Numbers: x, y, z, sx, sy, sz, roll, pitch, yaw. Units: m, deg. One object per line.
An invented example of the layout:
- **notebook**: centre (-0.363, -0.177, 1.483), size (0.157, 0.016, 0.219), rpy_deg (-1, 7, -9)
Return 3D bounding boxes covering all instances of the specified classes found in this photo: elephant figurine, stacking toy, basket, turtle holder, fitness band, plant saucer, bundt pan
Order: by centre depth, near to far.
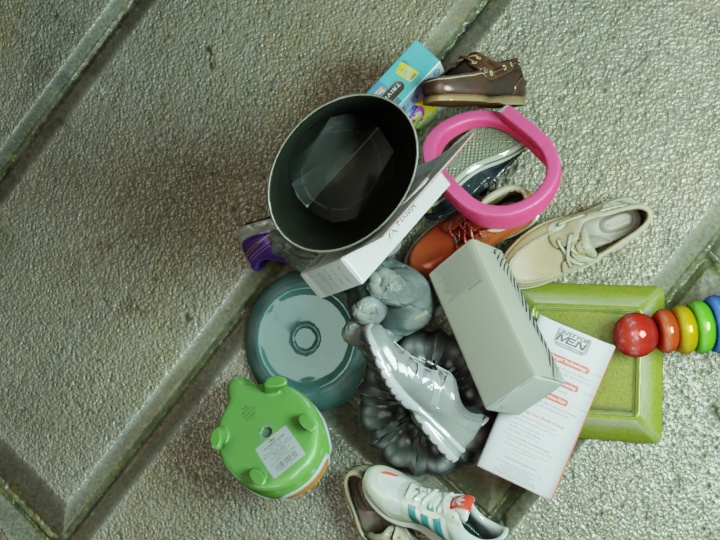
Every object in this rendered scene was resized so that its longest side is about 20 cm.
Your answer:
- **basket**: centre (-0.022, -0.113, 1.042), size (0.136, 0.200, 0.181), rpy_deg (41, 95, -7)
- **stacking toy**: centre (0.405, 0.068, 1.110), size (0.198, 0.085, 0.086), rpy_deg (-7, 82, -3)
- **fitness band**: centre (0.164, -0.134, 1.153), size (0.143, 0.038, 0.200), rpy_deg (-34, 51, -7)
- **plant saucer**: centre (0.286, 0.115, 1.175), size (0.198, 0.048, 0.201), rpy_deg (2, 85, 13)
- **bundt pan**: centre (0.087, 0.172, 1.191), size (0.200, 0.076, 0.204), rpy_deg (0, 88, 7)
- **elephant figurine**: centre (0.000, 0.000, 1.198), size (0.141, 0.155, 0.200), rpy_deg (-43, 49, 8)
- **turtle holder**: centre (-0.123, 0.223, 1.210), size (0.184, 0.132, 0.142), rpy_deg (16, 67, 25)
- **plant saucer**: centre (-0.071, 0.094, 1.267), size (0.198, 0.036, 0.202), rpy_deg (-1, 84, 13)

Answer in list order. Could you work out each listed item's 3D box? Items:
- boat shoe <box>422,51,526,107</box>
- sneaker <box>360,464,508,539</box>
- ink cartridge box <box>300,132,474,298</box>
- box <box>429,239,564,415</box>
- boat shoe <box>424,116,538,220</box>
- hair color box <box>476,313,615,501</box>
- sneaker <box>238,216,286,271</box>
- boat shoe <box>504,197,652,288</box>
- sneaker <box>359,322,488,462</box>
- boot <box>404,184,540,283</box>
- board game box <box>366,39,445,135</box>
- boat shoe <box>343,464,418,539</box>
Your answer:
- **boat shoe**: centre (0.144, -0.243, 1.175), size (0.070, 0.199, 0.071), rpy_deg (3, 101, 38)
- **sneaker**: centre (0.098, 0.296, 1.160), size (0.199, 0.070, 0.094), rpy_deg (36, 131, 3)
- **ink cartridge box**: centre (0.041, -0.061, 1.068), size (0.045, 0.176, 0.200), rpy_deg (50, 55, -13)
- **box**: centre (0.161, 0.067, 1.107), size (0.082, 0.068, 0.201), rpy_deg (-40, 53, 29)
- **boat shoe**: centre (0.152, -0.137, 1.220), size (0.199, 0.062, 0.075), rpy_deg (-36, 51, -8)
- **hair color box**: centre (0.228, 0.166, 1.127), size (0.101, 0.061, 0.201), rpy_deg (23, 91, 15)
- **sneaker**: centre (-0.070, -0.047, 1.272), size (0.199, 0.081, 0.084), rpy_deg (-14, 95, 20)
- **boat shoe**: centre (0.271, -0.035, 1.161), size (0.199, 0.065, 0.073), rpy_deg (-24, 95, 0)
- **sneaker**: centre (0.075, 0.135, 1.120), size (0.082, 0.075, 0.200), rpy_deg (-40, 102, -7)
- **boot**: centre (0.138, -0.051, 1.198), size (0.199, 0.107, 0.075), rpy_deg (-32, 80, 10)
- **board game box**: centre (0.032, -0.192, 1.213), size (0.047, 0.151, 0.200), rpy_deg (44, 95, 13)
- **boat shoe**: centre (0.032, 0.351, 1.200), size (0.072, 0.065, 0.201), rpy_deg (-28, 79, 9)
